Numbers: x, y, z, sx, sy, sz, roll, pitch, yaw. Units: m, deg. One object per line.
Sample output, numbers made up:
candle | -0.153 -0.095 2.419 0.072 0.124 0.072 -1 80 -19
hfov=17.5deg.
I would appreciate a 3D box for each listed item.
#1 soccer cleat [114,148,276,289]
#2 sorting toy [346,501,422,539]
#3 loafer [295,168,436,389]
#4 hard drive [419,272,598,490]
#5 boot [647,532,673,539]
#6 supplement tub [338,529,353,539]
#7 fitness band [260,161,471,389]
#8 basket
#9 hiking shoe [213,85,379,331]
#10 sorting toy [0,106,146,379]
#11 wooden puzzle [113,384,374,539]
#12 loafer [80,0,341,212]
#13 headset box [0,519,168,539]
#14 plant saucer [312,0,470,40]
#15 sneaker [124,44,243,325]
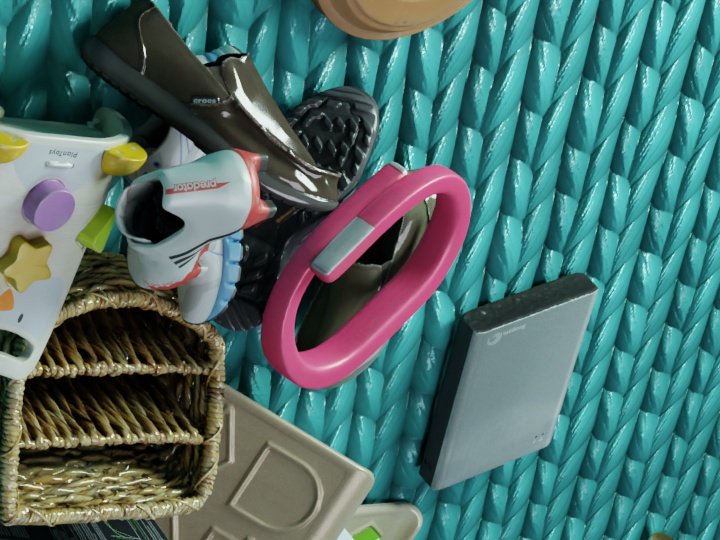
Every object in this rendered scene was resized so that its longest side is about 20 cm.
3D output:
soccer cleat | -0.126 -0.032 1.509 0.085 0.069 0.200 -5 169 -27
sorting toy | -0.049 0.288 2.120 0.200 0.036 0.185 7 123 -48
loafer | 0.000 0.000 1.827 0.070 0.075 0.200 21 103 -47
hard drive | 0.131 0.099 2.093 0.139 0.033 0.200 -18 139 -31
boot | 0.313 0.372 2.549 0.155 0.072 0.200 -41 147 3
supplement tub | -0.104 0.286 1.970 0.200 0.140 0.140 -50 145 12
fitness band | 0.005 0.001 1.725 0.200 0.037 0.144 -42 151 -22
basket | -0.184 0.080 1.653 0.200 0.149 0.143 4 125 -46
hiking shoe | -0.053 -0.048 1.726 0.200 0.076 0.101 -57 178 0
sorting toy | -0.234 -0.015 1.501 0.200 0.107 0.181 2 110 -46
wooden puzzle | -0.117 0.185 1.853 0.200 0.046 0.186 31 102 -13
loafer | -0.087 -0.110 1.537 0.200 0.073 0.071 36 89 -16
headset box | -0.261 0.260 1.755 0.199 0.093 0.175 9 108 -31
plant saucer | 0.050 -0.244 1.633 0.200 0.032 0.201 -26 142 -22
sneaker | -0.128 -0.057 1.618 0.086 0.075 0.201 -6 111 -24
